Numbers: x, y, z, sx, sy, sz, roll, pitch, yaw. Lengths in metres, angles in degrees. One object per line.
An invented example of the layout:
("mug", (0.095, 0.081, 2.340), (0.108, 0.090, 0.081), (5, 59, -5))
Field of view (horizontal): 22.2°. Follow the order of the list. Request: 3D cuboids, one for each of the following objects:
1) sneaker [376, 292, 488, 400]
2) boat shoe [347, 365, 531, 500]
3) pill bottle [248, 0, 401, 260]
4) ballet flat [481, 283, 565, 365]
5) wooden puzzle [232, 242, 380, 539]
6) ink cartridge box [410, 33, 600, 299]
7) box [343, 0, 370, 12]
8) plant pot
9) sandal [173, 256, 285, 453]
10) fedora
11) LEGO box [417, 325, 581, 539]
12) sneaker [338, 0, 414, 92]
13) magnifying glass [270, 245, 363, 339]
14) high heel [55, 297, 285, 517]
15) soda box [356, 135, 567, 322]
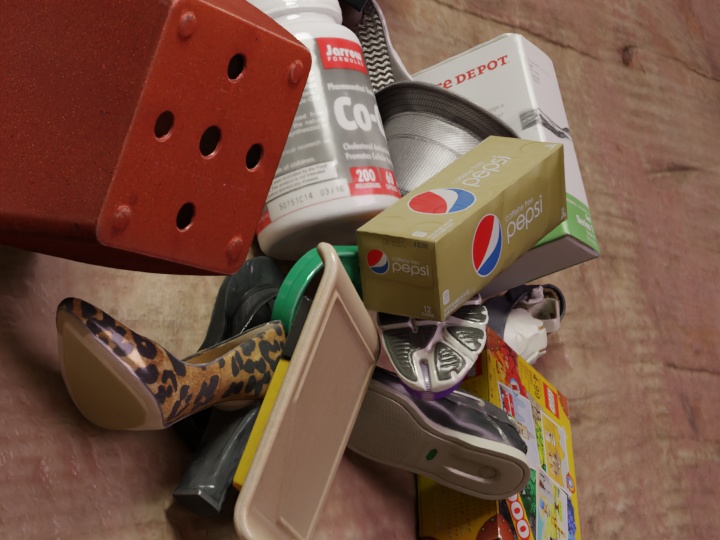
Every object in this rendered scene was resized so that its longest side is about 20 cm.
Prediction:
("sneaker", (0.051, 0.044, 1.370), (0.200, 0.080, 0.084), (-95, -177, -64))
("boat shoe", (0.039, 0.109, 1.397), (0.199, 0.072, 0.068), (25, 40, -20))
("pill bottle", (-0.043, -0.119, 1.398), (0.114, 0.114, 0.201), (11, 62, -60))
("ballet flat", (0.144, 0.053, 1.676), (0.073, 0.073, 0.200), (66, 26, -5))
("wooden puzzle", (-0.038, 0.100, 1.213), (0.185, 0.037, 0.201), (64, 40, -69))
("ink cartridge box", (0.117, -0.091, 1.651), (0.084, 0.146, 0.201), (24, 51, -57))
("box", (-0.009, -0.331, 1.573), (0.148, 0.104, 0.200), (34, 32, -1))
("plant pot", (-0.147, -0.093, 1.013), (0.200, 0.176, 0.201), (15, 95, -58))
("sandal", (-0.074, 0.056, 1.282), (0.075, 0.048, 0.201), (57, 29, -22))
("fedora", (0.053, -0.051, 1.496), (0.176, 0.200, 0.090), (30, 60, 8))
("LEGO box", (0.115, 0.173, 1.528), (0.149, 0.077, 0.201), (41, 38, -44))
("sneaker", (0.000, -0.177, 1.606), (0.200, 0.073, 0.085), (57, -8, -5))
("magnifying glass", (0.000, 0.000, 1.314), (0.200, 0.022, 0.080), (-40, 140, -47))
("high heel", (-0.115, 0.043, 1.150), (0.200, 0.071, 0.143), (57, 46, -41))
("soda box", (0.079, -0.034, 1.342), (0.200, 0.068, 0.064), (-37, 128, -48))
